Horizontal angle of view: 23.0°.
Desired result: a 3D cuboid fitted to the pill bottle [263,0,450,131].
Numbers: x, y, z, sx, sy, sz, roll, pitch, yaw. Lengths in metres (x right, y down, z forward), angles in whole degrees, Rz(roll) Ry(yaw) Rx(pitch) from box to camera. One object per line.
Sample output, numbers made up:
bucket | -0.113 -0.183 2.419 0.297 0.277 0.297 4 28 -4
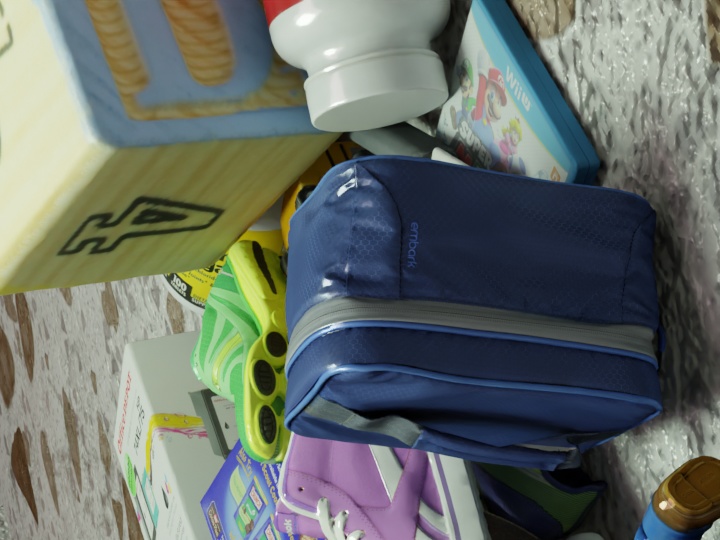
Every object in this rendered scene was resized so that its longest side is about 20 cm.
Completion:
pill bottle | -0.008 -0.192 1.074 0.112 0.112 0.200 145 114 -67

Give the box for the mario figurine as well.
mario figurine | 0.155 0.180 0.914 0.124 0.106 0.200 -73 8 -45

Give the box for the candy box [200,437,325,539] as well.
candy box | -0.018 0.151 1.208 0.200 0.077 0.169 -59 36 27

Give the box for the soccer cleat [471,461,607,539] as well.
soccer cleat | 0.078 0.063 1.032 0.084 0.065 0.200 -39 69 33

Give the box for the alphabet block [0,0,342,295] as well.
alphabet block | -0.159 -0.118 1.165 0.200 0.196 0.196 -40 64 47

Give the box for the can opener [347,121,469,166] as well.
can opener | 0.031 -0.054 1.068 0.200 0.066 0.053 -133 37 -63

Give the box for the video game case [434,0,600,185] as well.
video game case | 0.080 -0.044 1.050 0.200 0.018 0.143 105 149 -48

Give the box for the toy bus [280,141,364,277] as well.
toy bus | 0.000 0.000 1.176 0.200 0.078 0.065 -116 31 -43

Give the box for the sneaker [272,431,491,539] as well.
sneaker | 0.015 0.153 0.960 0.073 0.114 0.201 71 -176 -58

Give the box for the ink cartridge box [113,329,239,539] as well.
ink cartridge box | -0.103 0.165 1.444 0.147 0.146 0.200 105 149 -48

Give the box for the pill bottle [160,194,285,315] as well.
pill bottle | -0.090 -0.056 1.354 0.200 0.112 0.113 112 142 -55

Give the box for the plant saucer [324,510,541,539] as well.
plant saucer | 0.053 0.227 1.040 0.200 0.034 0.201 12 122 20

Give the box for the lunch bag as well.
lunch bag | 0.061 0.034 0.900 0.136 0.200 0.133 131 145 -66

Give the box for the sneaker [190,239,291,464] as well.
sneaker | -0.066 0.065 1.184 0.084 0.074 0.200 -52 28 26
